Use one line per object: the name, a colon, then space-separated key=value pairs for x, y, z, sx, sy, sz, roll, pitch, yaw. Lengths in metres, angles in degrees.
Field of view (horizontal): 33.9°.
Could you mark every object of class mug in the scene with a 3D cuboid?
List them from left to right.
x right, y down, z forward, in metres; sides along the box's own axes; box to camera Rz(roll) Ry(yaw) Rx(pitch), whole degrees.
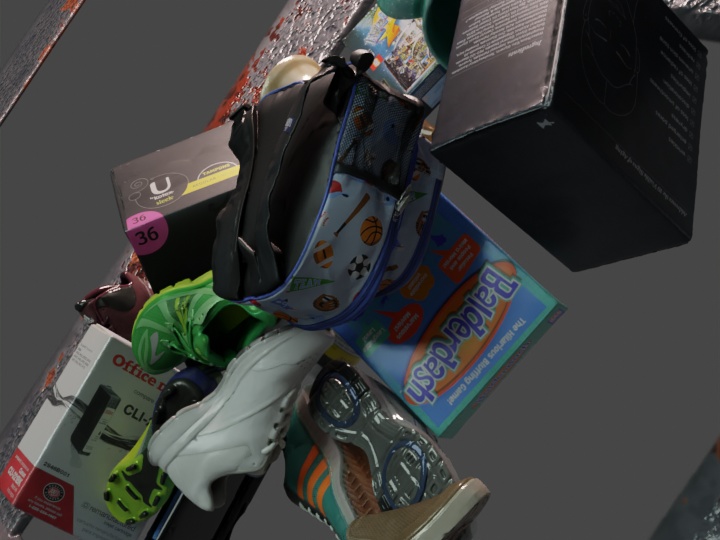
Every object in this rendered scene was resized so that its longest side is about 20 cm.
mug: x=0.126 y=-0.281 z=1.150 sx=0.152 sy=0.184 sz=0.115 roll=-37 pitch=34 yaw=41

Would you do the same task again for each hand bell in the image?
hand bell: x=0.001 y=-0.152 z=1.191 sx=0.199 sy=0.104 sz=0.105 roll=19 pitch=75 yaw=39

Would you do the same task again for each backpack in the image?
backpack: x=-0.033 y=-0.049 z=0.937 sx=0.199 sy=0.153 sz=0.192 roll=-12 pitch=54 yaw=61

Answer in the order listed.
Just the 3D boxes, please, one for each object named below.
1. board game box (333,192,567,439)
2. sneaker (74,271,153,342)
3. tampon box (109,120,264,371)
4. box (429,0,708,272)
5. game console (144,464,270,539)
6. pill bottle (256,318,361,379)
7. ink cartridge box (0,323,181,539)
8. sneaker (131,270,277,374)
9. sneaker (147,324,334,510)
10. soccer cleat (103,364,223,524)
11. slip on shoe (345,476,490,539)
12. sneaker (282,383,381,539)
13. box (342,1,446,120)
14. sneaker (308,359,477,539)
board game box: x=0.054 y=0.020 z=1.018 sx=0.200 sy=0.045 sz=0.152 roll=44 pitch=98 yaw=21
sneaker: x=-0.308 y=0.091 z=1.413 sx=0.075 sy=0.115 sz=0.201 roll=4 pitch=64 yaw=51
tampon box: x=-0.145 y=-0.021 z=1.203 sx=0.149 sy=0.201 sz=0.127 roll=-22 pitch=38 yaw=-5
box: x=0.176 y=-0.139 z=0.959 sx=0.123 sy=0.199 sz=0.198 roll=-18 pitch=48 yaw=42
game console: x=-0.173 y=0.219 z=1.147 sx=0.175 sy=0.116 sz=0.201 roll=16 pitch=74 yaw=54
pill bottle: x=0.000 y=0.000 z=1.127 sx=0.200 sy=0.114 sz=0.114 roll=-48 pitch=35 yaw=9
ink cartridge box: x=-0.268 y=0.180 z=1.260 sx=0.084 sy=0.144 sz=0.201 roll=12 pitch=71 yaw=61
sneaker: x=-0.149 y=0.053 z=1.100 sx=0.199 sy=0.074 sz=0.084 roll=-31 pitch=40 yaw=35
sneaker: x=-0.089 y=0.121 z=1.009 sx=0.200 sy=0.074 sz=0.087 roll=-45 pitch=75 yaw=14
soccer cleat: x=-0.193 y=0.178 z=1.189 sx=0.201 sy=0.064 sz=0.084 roll=-58 pitch=-10 yaw=26
slip on shoe: x=0.016 y=0.213 z=0.908 sx=0.061 sy=0.076 sz=0.200 roll=51 pitch=120 yaw=16
sneaker: x=-0.019 y=0.193 z=1.038 sx=0.080 sy=0.071 sz=0.201 roll=-59 pitch=35 yaw=24
box: x=0.064 y=-0.261 z=1.334 sx=0.137 sy=0.038 sz=0.200 roll=-46 pitch=36 yaw=13
sneaker: x=0.040 y=0.150 z=0.989 sx=0.075 sy=0.087 sz=0.200 roll=-51 pitch=53 yaw=18
